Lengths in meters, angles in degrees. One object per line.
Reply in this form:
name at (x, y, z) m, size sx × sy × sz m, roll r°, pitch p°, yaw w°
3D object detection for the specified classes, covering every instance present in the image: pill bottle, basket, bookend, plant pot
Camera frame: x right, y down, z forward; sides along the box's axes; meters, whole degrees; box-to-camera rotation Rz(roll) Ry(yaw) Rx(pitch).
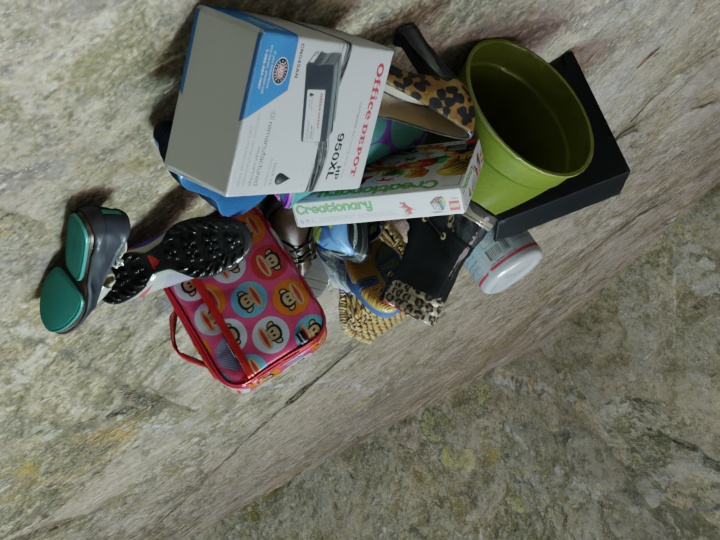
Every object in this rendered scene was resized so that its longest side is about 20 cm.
pill bottle at (0.178, -0.073, 1.476) m, size 0.108 × 0.201 × 0.109 m, roll -30°, pitch 164°, yaw -10°
basket at (0.017, 0.011, 1.507) m, size 0.148 × 0.144 × 0.200 m, roll -33°, pitch 166°, yaw 6°
bookend at (0.249, -0.175, 1.395) m, size 0.198 × 0.200 × 0.092 m, roll -22°, pitch 163°, yaw -2°
plant pot at (0.158, -0.155, 1.247) m, size 0.199 × 0.202 × 0.193 m, roll -18°, pitch 164°, yaw -42°

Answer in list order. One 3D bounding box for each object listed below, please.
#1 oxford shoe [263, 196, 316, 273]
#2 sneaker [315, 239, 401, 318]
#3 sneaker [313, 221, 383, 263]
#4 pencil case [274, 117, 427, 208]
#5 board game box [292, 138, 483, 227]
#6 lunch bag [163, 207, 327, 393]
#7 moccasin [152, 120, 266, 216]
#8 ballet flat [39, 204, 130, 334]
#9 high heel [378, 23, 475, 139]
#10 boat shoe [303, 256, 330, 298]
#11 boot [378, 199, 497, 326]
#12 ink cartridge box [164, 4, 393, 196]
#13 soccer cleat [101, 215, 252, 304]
oxford shoe at (-0.082, -0.045, 1.268) m, size 0.072 × 0.085 × 0.200 m, roll -26°, pitch 160°, yaw -18°
sneaker at (0.000, 0.000, 1.260) m, size 0.075 × 0.201 × 0.089 m, roll -11°, pitch 136°, yaw -23°
sneaker at (-0.010, -0.073, 1.223) m, size 0.071 × 0.083 × 0.200 m, roll -42°, pitch -159°, yaw 26°
pencil case at (-0.020, -0.147, 1.097) m, size 0.199 × 0.086 × 0.093 m, roll -27°, pitch 167°, yaw -24°
board game box at (0.033, -0.100, 1.116) m, size 0.198 × 0.035 × 0.127 m, roll -4°, pitch -150°, yaw 20°
lunch bag at (-0.152, 0.041, 1.171) m, size 0.175 × 0.201 × 0.082 m, roll -32°, pitch 168°, yaw -8°
moccasin at (-0.145, -0.112, 0.992) m, size 0.080 × 0.068 × 0.200 m, roll -42°, pitch 165°, yaw 0°
ballet flat at (-0.286, 0.000, 1.033) m, size 0.073 × 0.073 × 0.200 m, roll -20°, pitch 156°, yaw -40°
high heel at (0.018, -0.164, 1.017) m, size 0.199 × 0.143 × 0.072 m, roll -30°, pitch 163°, yaw -14°
boat shoe at (-0.040, -0.052, 1.372) m, size 0.201 × 0.075 × 0.072 m, roll -55°, pitch -177°, yaw 32°
boot at (0.068, -0.026, 1.162) m, size 0.073 × 0.200 × 0.152 m, roll 26°, pitch 90°, yaw -33°
ink cartridge box at (-0.069, -0.151, 0.894) m, size 0.199 × 0.084 × 0.146 m, roll -11°, pitch 121°, yaw -55°
soccer cleat at (-0.205, -0.017, 1.094) m, size 0.198 × 0.069 × 0.073 m, roll -20°, pitch -173°, yaw 18°
